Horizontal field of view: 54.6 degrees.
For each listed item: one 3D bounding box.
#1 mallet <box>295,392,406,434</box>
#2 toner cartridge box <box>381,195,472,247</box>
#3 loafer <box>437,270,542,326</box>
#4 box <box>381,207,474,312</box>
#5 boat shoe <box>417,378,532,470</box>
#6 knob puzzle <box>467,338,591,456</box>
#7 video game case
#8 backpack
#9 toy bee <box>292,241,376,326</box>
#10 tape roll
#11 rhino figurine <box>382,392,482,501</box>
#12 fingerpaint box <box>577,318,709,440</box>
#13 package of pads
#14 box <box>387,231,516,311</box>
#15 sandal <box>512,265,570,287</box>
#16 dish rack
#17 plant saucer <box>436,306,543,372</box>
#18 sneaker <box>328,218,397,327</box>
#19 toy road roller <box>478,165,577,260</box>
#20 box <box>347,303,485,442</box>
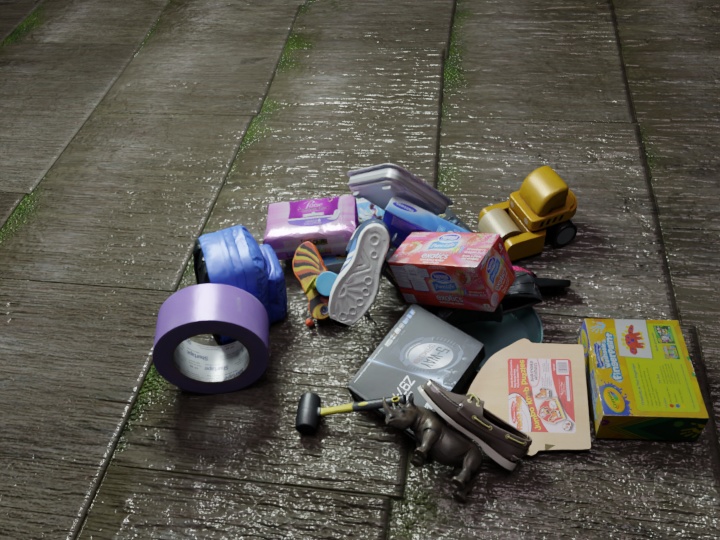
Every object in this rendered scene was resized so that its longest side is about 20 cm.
[{"bbox_3d":[-0.018,0.223,1.177,0.197,0.041,0.066,-17,45,13],"label":"mallet"},{"bbox_3d":[0.135,-0.060,1.329,0.198,0.095,0.043,27,57,7],"label":"toner cartridge box"},{"bbox_3d":[0.236,0.062,1.271,0.198,0.069,0.071,-19,52,-10],"label":"loafer"},{"bbox_3d":[0.149,-0.024,1.396,0.199,0.051,0.158,-37,73,-28],"label":"box"},{"bbox_3d":[0.181,0.232,1.109,0.199,0.072,0.060,39,100,2],"label":"boat shoe"},{"bbox_3d":[0.281,0.214,1.181,0.216,0.031,0.223,-4,64,8],"label":"knob puzzle"},{"bbox_3d":[-0.004,-0.080,1.498,0.178,0.046,0.202,-10,46,-3],"label":"video game case"},{"bbox_3d":[-0.230,0.014,1.321,0.166,0.202,0.163,-21,47,-14],"label":"backpack"},{"bbox_3d":[-0.079,0.050,1.339,0.108,0.131,0.201,-39,62,2],"label":"toy bee"},{"bbox_3d":[-0.259,0.122,1.220,0.197,0.202,0.086,-7,45,-2],"label":"tape roll"},{"bbox_3d":[0.110,0.265,1.098,0.199,0.060,0.088,40,50,-1],"label":"rhino figurine"},{"bbox_3d":[0.469,0.182,1.180,0.164,0.074,0.202,0,46,5],"label":"fingerpaint box"},{"bbox_3d":[-0.100,-0.089,1.436,0.197,0.076,0.122,-6,46,5],"label":"package of pads"},{"bbox_3d":[0.160,-0.002,1.234,0.198,0.100,0.096,4,42,43],"label":"box"},{"bbox_3d":[0.309,0.011,1.358,0.197,0.046,0.075,-1,1,-3],"label":"sandal"},{"bbox_3d":[0.070,-0.147,1.387,0.199,0.170,0.044,0,65,60],"label":"dish rack"},{"bbox_3d":[0.236,0.117,1.291,0.197,0.036,0.202,-3,45,3],"label":"plant saucer"},{"bbox_3d":[0.000,0.000,1.303,0.080,0.203,0.147,21,6,-4],"label":"sneaker"},{"bbox_3d":[0.349,-0.125,1.435,0.197,0.147,0.124,-18,46,-12],"label":"toy road roller"},{"bbox_3d":[0.098,0.175,1.214,0.159,0.044,0.200,31,69,30],"label":"box"}]
